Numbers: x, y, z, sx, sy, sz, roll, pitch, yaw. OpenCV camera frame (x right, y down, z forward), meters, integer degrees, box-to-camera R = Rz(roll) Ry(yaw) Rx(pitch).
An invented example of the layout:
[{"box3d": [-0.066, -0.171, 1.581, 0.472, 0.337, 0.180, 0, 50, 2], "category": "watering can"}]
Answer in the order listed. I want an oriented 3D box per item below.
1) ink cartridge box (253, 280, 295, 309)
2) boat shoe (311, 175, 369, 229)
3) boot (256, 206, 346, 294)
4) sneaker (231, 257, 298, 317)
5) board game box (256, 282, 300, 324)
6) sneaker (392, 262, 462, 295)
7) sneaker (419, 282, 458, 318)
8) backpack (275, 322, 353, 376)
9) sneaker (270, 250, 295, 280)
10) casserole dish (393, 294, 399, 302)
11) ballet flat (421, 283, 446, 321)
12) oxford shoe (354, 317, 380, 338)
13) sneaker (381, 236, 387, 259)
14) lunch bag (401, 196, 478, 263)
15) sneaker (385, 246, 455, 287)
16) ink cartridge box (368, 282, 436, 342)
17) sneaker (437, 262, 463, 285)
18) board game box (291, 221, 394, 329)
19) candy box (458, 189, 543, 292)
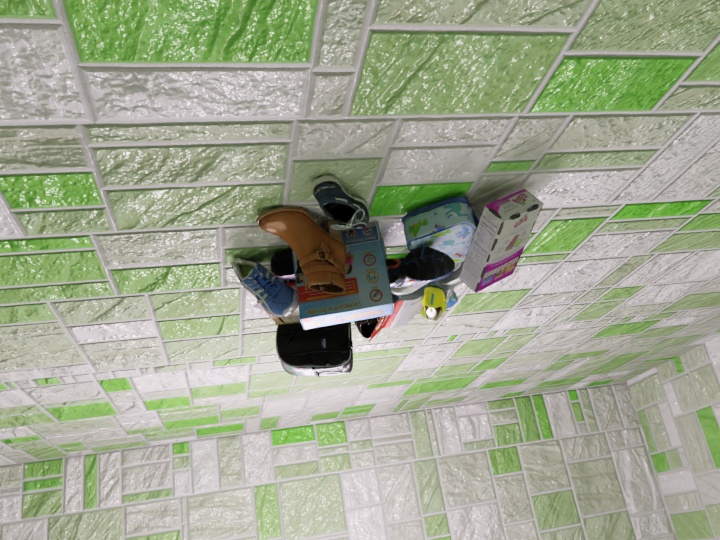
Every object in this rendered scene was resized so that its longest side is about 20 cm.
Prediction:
[{"box3d": [-0.142, 0.064, 1.630, 0.197, 0.044, 0.197, -23, 153, 26], "category": "ink cartridge box"}, {"box3d": [-0.031, -0.117, 1.240, 0.074, 0.063, 0.200, -18, 156, 14], "category": "boat shoe"}, {"box3d": [-0.111, -0.037, 1.264, 0.197, 0.158, 0.074, 8, 151, -28], "category": "boot"}, {"box3d": [-0.213, 0.036, 1.387, 0.198, 0.076, 0.077, 29, 167, 34], "category": "sneaker"}, {"box3d": [-0.132, 0.078, 1.527, 0.196, 0.047, 0.152, -5, 155, 9], "category": "board game box"}, {"box3d": [0.151, -0.001, 1.544, 0.198, 0.078, 0.081, -28, 173, 16], "category": "sneaker"}, {"box3d": [0.234, 0.062, 1.773, 0.104, 0.077, 0.200, -20, 162, -26], "category": "sneaker"}, {"box3d": [-0.120, 0.188, 1.647, 0.196, 0.181, 0.151, -3, 152, -3], "category": "backpack"}, {"box3d": [-0.107, -0.013, 1.454, 0.196, 0.077, 0.088, 0, 165, -6], "category": "sneaker"}, {"box3d": [0.030, 0.097, 1.783, 0.197, 0.039, 0.121, 5, 152, -34], "category": "casserole dish"}, {"box3d": [0.185, 0.093, 1.619, 0.065, 0.068, 0.200, 5, 163, 10], "category": "ballet flat"}, {"box3d": [0.030, 0.093, 1.658, 0.071, 0.085, 0.203, -5, 127, -14], "category": "oxford shoe"}, {"box3d": [0.000, 0.000, 1.497, 0.113, 0.082, 0.200, -8, 158, -11], "category": "sneaker"}, {"box3d": [0.189, -0.079, 1.393, 0.158, 0.084, 0.200, -18, 156, 19], "category": "lunch bag"}, {"box3d": [0.123, -0.003, 1.368, 0.198, 0.077, 0.078, -7, 167, 43], "category": "sneaker"}, {"box3d": [0.113, 0.109, 1.681, 0.200, 0.057, 0.163, -47, 168, -31], "category": "ink cartridge box"}, {"box3d": [0.277, -0.016, 1.578, 0.078, 0.080, 0.199, 16, 145, -36], "category": "sneaker"}, {"box3d": [-0.041, 0.009, 1.347, 0.196, 0.199, 0.056, -9, 153, -2], "category": "board game box"}, {"box3d": [0.299, -0.062, 1.363, 0.135, 0.061, 0.202, -22, 142, -35], "category": "candy box"}]
